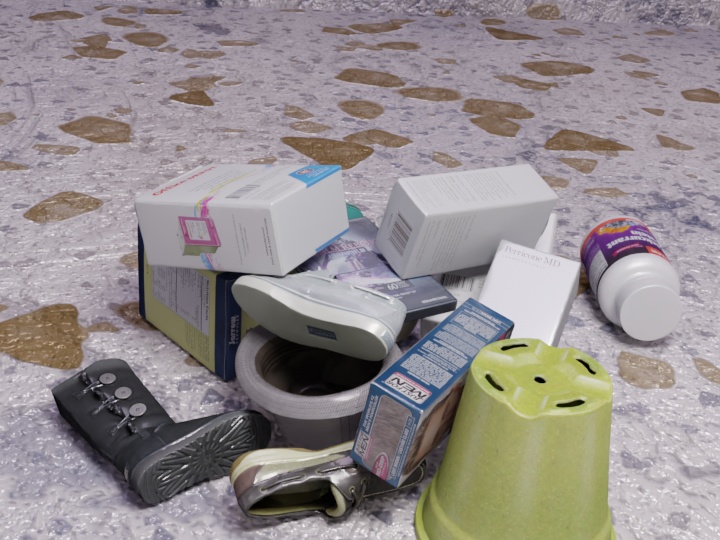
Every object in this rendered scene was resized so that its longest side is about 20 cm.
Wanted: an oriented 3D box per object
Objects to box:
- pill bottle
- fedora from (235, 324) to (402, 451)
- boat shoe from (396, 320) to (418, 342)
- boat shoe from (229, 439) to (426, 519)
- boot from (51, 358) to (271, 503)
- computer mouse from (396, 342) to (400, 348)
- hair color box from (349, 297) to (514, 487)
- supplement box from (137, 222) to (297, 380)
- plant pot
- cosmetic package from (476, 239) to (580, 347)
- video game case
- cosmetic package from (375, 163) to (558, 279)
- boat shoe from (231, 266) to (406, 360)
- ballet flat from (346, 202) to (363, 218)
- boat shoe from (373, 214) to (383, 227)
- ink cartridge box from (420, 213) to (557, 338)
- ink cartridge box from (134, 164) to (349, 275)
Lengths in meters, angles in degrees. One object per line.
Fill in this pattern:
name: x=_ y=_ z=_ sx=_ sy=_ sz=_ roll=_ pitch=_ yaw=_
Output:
pill bottle: x=0.376 y=0.012 z=1.380 sx=0.110 sy=0.112 sz=0.200 roll=3 pitch=27 yaw=-2
fedora: x=-0.042 y=0.127 z=1.069 sx=0.176 sy=0.091 sz=0.200 roll=-15 pitch=27 yaw=-22
boat shoe: x=-0.008 y=0.068 z=1.249 sx=0.059 sy=0.072 sz=0.199 roll=35 pitch=34 yaw=31
boat shoe: x=-0.027 y=0.212 z=0.977 sx=0.199 sy=0.072 sz=0.066 roll=-1 pitch=39 yaw=-15
boot: x=-0.215 y=0.154 z=1.070 sx=0.164 sy=0.066 sz=0.199 roll=-15 pitch=28 yaw=-37
computer mouse: x=-0.006 y=0.141 z=1.164 sx=0.058 sy=0.034 sz=0.200 roll=15 pitch=35 yaw=24
hair color box: x=0.075 y=0.116 z=0.991 sx=0.060 sy=0.101 sz=0.200 roll=29 pitch=36 yaw=22
supplement box: x=-0.149 y=0.012 z=1.273 sx=0.199 sy=0.135 sz=0.199 roll=-18 pitch=34 yaw=-38
plant pot: x=0.158 y=0.174 z=0.941 sx=0.198 sy=0.186 sz=0.201 roll=4 pitch=27 yaw=-2
cosmetic package: x=0.176 y=0.076 z=1.148 sx=0.101 sy=0.071 sz=0.201 roll=17 pitch=65 yaw=16
video game case: x=0.000 y=0.000 z=1.172 sx=0.142 sy=0.019 sz=0.200 roll=-11 pitch=38 yaw=-32
cosmetic package: x=0.127 y=-0.061 z=1.188 sx=0.199 sy=0.102 sz=0.074 roll=-10 pitch=48 yaw=-32
boat shoe: x=-0.042 y=0.036 z=1.058 sx=0.199 sy=0.070 sz=0.072 roll=16 pitch=50 yaw=27
ballet flat: x=-0.085 y=-0.066 z=1.525 sx=0.199 sy=0.068 sz=0.070 roll=-17 pitch=15 yaw=-40
boat shoe: x=0.021 y=-0.023 z=1.449 sx=0.065 sy=0.072 sz=0.201 roll=6 pitch=35 yaw=-6
ink cartridge box: x=0.167 y=0.014 z=1.284 sx=0.143 sy=0.085 sz=0.201 roll=10 pitch=56 yaw=11
ink cartridge box: x=-0.134 y=-0.063 z=1.136 sx=0.199 sy=0.085 sz=0.144 roll=5 pitch=25 yaw=31
